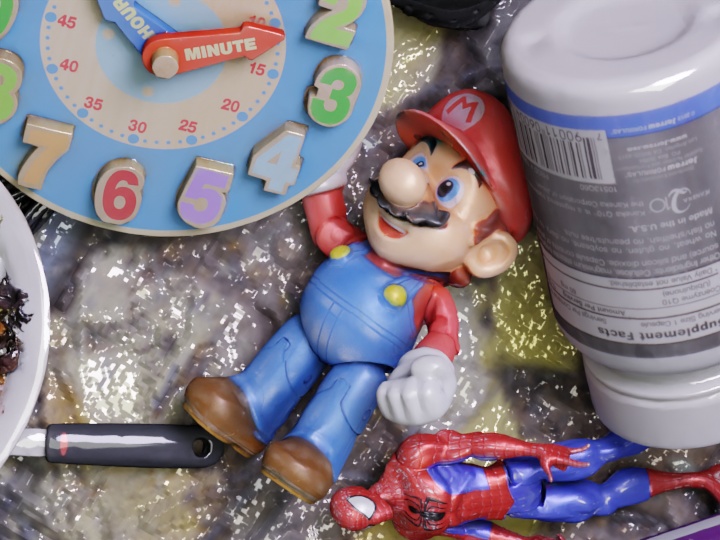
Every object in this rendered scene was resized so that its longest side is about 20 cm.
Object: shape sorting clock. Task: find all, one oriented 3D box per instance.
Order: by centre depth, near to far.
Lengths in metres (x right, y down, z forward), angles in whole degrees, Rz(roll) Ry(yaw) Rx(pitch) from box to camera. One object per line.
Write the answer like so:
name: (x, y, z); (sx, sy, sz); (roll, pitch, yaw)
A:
shape sorting clock: (-0.085, -0.096, 1.070); (0.199, 0.039, 0.201); (-2, 122, -3)

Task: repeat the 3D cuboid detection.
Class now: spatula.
spatula: (-0.160, 0.079, 1.136); (0.199, 0.021, 0.057); (3, 87, -12)

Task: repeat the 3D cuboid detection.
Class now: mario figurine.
mario figurine: (0.000, 0.000, 1.124); (0.123, 0.106, 0.200); (36, 87, -9)

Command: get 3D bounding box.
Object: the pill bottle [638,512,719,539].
pill bottle: (0.155, 0.176, 1.151); (0.199, 0.112, 0.113); (-18, 95, -3)

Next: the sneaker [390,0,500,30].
sneaker: (0.021, -0.141, 1.140); (0.199, 0.076, 0.088); (-20, 112, -2)

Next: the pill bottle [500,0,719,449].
pill bottle: (0.134, -0.026, 1.114); (0.113, 0.114, 0.201); (-21, 123, -10)

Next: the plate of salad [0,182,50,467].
plate of salad: (-0.235, 0.025, 1.083); (0.199, 0.048, 0.201); (-1, 82, 7)

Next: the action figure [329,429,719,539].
action figure: (0.083, 0.101, 1.167); (0.199, 0.052, 0.066); (-5, 127, -9)

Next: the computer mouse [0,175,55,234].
computer mouse: (-0.169, -0.118, 1.114); (0.140, 0.046, 0.200); (-32, 98, -7)
